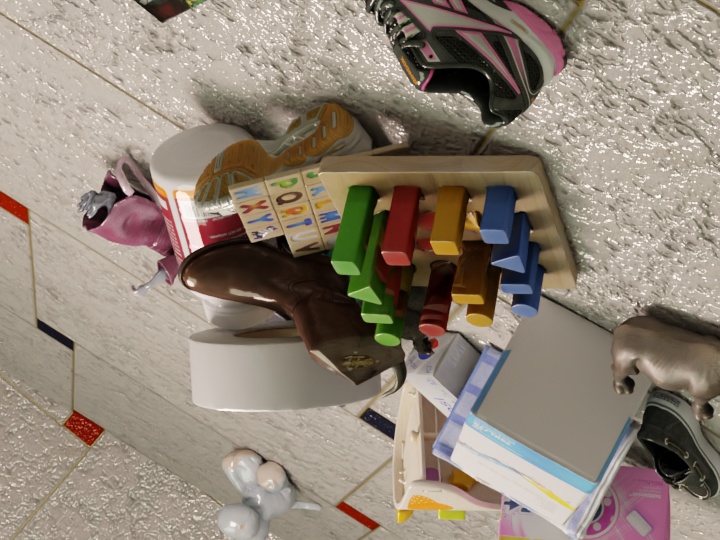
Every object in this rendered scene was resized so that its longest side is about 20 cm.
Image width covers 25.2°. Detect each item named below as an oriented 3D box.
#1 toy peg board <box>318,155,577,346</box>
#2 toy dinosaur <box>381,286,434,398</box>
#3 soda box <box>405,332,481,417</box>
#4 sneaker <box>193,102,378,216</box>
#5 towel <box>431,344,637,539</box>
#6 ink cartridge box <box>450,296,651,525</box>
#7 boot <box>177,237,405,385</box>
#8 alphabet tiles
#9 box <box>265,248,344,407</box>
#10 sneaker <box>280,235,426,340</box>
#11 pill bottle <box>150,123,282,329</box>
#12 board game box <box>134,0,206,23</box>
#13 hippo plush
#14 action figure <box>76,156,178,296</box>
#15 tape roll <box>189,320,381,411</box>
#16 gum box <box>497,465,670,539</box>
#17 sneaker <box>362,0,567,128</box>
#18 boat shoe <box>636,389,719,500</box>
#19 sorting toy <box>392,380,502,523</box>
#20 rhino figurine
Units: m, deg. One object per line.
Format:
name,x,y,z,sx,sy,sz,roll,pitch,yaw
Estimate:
toy peg board,0.076,-0.007,1.443,0.199,0.098,0.200,2,151,20
toy dinosaur,0.048,0.031,1.632,0.102,0.200,0.077,18,-159,-39
soda box,0.139,0.152,1.889,0.200,0.064,0.068,43,157,-29
sneaker,-0.069,-0.085,1.530,0.200,0.076,0.088,-18,141,35
towel,0.193,0.193,1.797,0.200,0.147,0.024,30,-169,11
ink cartridge box,0.197,0.149,1.661,0.146,0.147,0.200,29,160,8
boot,-0.069,0.043,1.568,0.186,0.064,0.200,0,-151,-20
alphabet tiles,-0.029,-0.060,1.526,0.167,0.008,0.200,-14,159,0
box,-0.055,0.054,1.888,0.182,0.104,0.200,32,161,-1
sneaker,0.000,0.000,1.752,0.200,0.074,0.088,40,178,0
pill bottle,-0.144,-0.043,1.681,0.113,0.113,0.200,18,134,36
board game box,-0.170,-0.271,1.388,0.105,0.023,0.200,42,160,-20
hippo plush,-0.210,0.441,3.005,0.159,0.161,0.200,18,157,35
action figure,-0.243,-0.055,1.980,0.200,0.134,0.149,26,121,-20
tape roll,-0.078,0.097,1.682,0.202,0.071,0.202,-4,-175,0
gum box,0.260,0.281,1.841,0.199,0.114,0.066,4,164,8
sneaker,0.050,-0.178,1.172,0.200,0.086,0.080,31,160,5
boat shoe,0.335,0.197,1.703,0.069,0.057,0.200,17,156,37
sorting toy,0.135,0.244,1.975,0.179,0.200,0.107,9,123,-6
rhino figurine,0.316,0.092,1.467,0.200,0.060,0.088,14,144,35
